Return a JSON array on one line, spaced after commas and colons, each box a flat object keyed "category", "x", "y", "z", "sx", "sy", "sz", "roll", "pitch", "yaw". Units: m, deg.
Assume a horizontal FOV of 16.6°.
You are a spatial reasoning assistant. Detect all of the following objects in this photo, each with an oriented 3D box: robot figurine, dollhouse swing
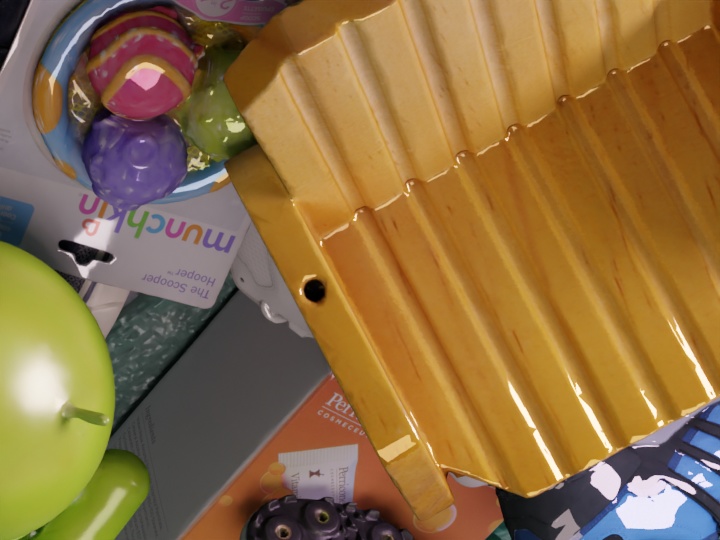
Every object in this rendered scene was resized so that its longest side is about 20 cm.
[{"category": "robot figurine", "x": -0.166, "y": 0.053, "z": 0.915, "sx": 0.175, "sy": 0.116, "sz": 0.200, "roll": 35, "pitch": 150, "yaw": -19}, {"category": "dollhouse swing", "x": 0.071, "y": -0.026, "z": 0.837, "sx": 0.200, "sy": 0.176, "sz": 0.182, "roll": -28, "pitch": 88, "yaw": -1}]

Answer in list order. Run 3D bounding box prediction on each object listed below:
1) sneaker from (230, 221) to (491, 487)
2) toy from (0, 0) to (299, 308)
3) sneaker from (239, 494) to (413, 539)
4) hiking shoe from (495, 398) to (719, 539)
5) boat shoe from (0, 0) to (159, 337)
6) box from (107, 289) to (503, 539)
[{"category": "sneaker", "x": 0.000, "y": 0.000, "z": 0.977, "sx": 0.087, "sy": 0.075, "sz": 0.200, "roll": -30, "pitch": 90, "yaw": 31}, {"category": "toy", "x": -0.062, "y": -0.074, "z": 0.879, "sx": 0.115, "sy": 0.047, "sz": 0.200, "roll": 16, "pitch": 111, "yaw": -24}, {"category": "sneaker", "x": 0.022, "y": 0.160, "z": 1.048, "sx": 0.200, "sy": 0.072, "sz": 0.072, "roll": 33, "pitch": 140, "yaw": -27}, {"category": "hiking shoe", "x": 0.137, "y": 0.084, "z": 1.056, "sx": 0.200, "sy": 0.074, "sz": 0.087, "roll": -15, "pitch": 93, "yaw": -30}, {"category": "boat shoe", "x": -0.121, "y": -0.047, "z": 0.949, "sx": 0.093, "sy": 0.075, "sz": 0.200, "roll": 20, "pitch": 111, "yaw": -19}, {"category": "box", "x": -0.036, "y": 0.103, "z": 1.091, "sx": 0.124, "sy": 0.097, "sz": 0.200, "roll": 27, "pitch": 116, "yaw": -31}]
